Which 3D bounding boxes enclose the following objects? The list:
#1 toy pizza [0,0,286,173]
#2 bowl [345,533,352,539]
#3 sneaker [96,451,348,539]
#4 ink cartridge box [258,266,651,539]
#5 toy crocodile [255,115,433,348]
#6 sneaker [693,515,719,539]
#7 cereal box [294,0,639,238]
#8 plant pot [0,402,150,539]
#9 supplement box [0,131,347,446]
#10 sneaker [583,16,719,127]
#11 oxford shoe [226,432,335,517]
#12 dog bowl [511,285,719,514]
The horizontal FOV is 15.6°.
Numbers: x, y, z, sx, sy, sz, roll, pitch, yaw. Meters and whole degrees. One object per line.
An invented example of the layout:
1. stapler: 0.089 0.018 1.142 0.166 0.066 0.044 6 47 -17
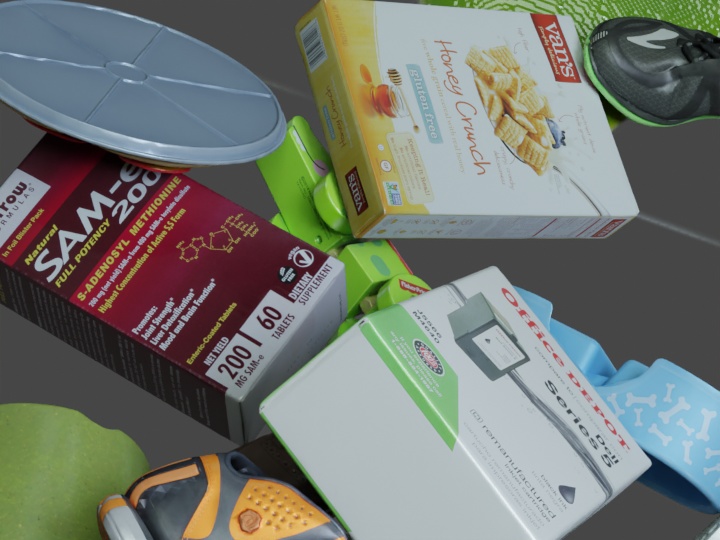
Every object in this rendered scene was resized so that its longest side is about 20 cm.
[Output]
1. toy pizza: -0.141 -0.103 1.537 0.199 0.032 0.200 16 24 -8
2. bowl: 0.016 0.215 1.372 0.200 0.091 0.202 2 61 -4
3. sneaker: -0.043 0.182 1.293 0.112 0.078 0.201 -24 91 -12
4. ink cartridge box: 0.054 0.088 1.368 0.146 0.084 0.200 52 22 7
5. toy crocodile: 0.000 0.000 1.550 0.062 0.067 0.201 -12 66 -49
6. sneaker: 0.188 0.213 1.466 0.082 0.074 0.200 39 97 5
7. cereal box: 0.065 -0.090 1.577 0.199 0.040 0.145 -1 65 -37
8. plant pot: -0.178 0.180 1.383 0.199 0.200 0.191 10 53 -7
9. supplement box: -0.118 0.003 1.504 0.199 0.061 0.109 28 63 18
10. sneaker: 0.235 -0.127 1.636 0.199 0.084 0.077 11 61 -11
11. oxford shoe: -0.029 0.102 1.455 0.199 0.073 0.071 -16 47 -44
12. dog bowl: 0.142 0.076 1.503 0.199 0.112 0.050 28 78 30
